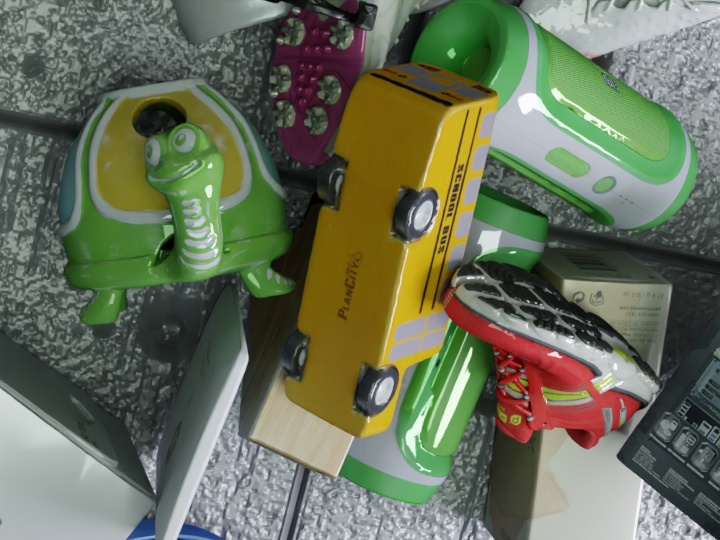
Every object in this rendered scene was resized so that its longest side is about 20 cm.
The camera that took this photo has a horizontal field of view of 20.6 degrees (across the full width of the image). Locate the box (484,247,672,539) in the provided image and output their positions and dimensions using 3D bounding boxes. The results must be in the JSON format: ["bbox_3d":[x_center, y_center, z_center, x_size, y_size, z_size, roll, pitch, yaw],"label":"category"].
[{"bbox_3d":[0.140,0.092,1.293,0.078,0.095,0.200,3,102,-14],"label":"box"}]

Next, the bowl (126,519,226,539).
[{"bbox_3d":[-0.142,0.253,1.279,0.200,0.039,0.201,-7,111,-18],"label":"bowl"}]

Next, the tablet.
[{"bbox_3d":[-0.098,0.085,1.172,0.014,0.200,0.130,21,98,-8],"label":"tablet"}]

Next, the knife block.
[{"bbox_3d":[0.000,0.000,1.194,0.064,0.200,0.176,26,126,-19],"label":"knife block"}]

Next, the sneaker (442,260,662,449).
[{"bbox_3d":[0.106,0.061,1.159,0.085,0.077,0.200,-49,138,9],"label":"sneaker"}]

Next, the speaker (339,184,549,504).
[{"bbox_3d":[0.048,0.044,1.260,0.088,0.088,0.200,20,98,-18],"label":"speaker"}]

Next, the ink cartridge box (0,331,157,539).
[{"bbox_3d":[-0.246,0.148,1.179,0.146,0.147,0.200,40,91,-20],"label":"ink cartridge box"}]

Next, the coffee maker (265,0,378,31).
[{"bbox_3d":[-0.063,-0.257,1.071,0.192,0.135,0.200,18,93,-23],"label":"coffee maker"}]

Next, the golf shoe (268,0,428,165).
[{"bbox_3d":[0.008,-0.155,1.152,0.091,0.075,0.200,3,108,-45],"label":"golf shoe"}]

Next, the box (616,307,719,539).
[{"bbox_3d":[0.276,0.109,1.177,0.200,0.051,0.158,38,110,19],"label":"box"}]

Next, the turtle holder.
[{"bbox_3d":[-0.117,-0.042,1.147,0.141,0.185,0.132,-7,94,17],"label":"turtle holder"}]

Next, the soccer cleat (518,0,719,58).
[{"bbox_3d":[0.191,-0.181,1.238,0.200,0.085,0.069,-21,109,-9],"label":"soccer cleat"}]

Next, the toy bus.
[{"bbox_3d":[0.015,-0.011,1.110,0.078,0.065,0.200,-18,126,-52],"label":"toy bus"}]

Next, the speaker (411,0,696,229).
[{"bbox_3d":[0.121,-0.092,1.203,0.200,0.088,0.089,26,97,-43],"label":"speaker"}]

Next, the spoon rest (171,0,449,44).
[{"bbox_3d":[-0.015,-0.187,1.197,0.200,0.061,0.099,-23,109,-7],"label":"spoon rest"}]
